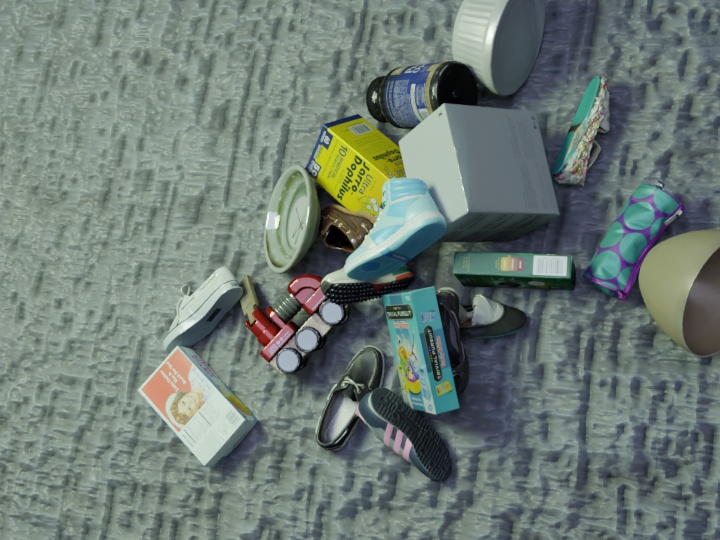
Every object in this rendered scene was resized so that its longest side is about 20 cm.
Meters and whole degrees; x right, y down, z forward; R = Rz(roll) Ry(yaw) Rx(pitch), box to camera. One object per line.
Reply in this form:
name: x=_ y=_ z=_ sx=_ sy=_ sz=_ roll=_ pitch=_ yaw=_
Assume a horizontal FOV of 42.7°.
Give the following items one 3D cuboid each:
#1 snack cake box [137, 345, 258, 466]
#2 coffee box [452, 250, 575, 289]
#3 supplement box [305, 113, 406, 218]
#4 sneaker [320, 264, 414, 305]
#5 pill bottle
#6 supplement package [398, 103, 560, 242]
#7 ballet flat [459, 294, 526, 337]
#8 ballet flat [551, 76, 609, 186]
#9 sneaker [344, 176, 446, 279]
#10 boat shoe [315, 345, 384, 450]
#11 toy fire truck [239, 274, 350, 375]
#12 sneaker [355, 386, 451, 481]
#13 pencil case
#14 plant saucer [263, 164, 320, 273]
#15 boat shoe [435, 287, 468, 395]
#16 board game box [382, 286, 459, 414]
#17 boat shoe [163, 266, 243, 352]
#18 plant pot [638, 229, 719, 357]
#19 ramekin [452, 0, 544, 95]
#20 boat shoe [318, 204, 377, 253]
snack cake box: x=-0.300 y=0.250 z=1.698 sx=0.200 sy=0.067 sz=0.115 roll=44 pitch=94 yaw=19
coffee box: x=0.263 y=0.000 z=1.568 sx=0.198 sy=0.123 sz=0.044 roll=2 pitch=80 yaw=17
supplement box: x=0.015 y=-0.173 z=1.656 sx=0.200 sy=0.109 sz=0.109 roll=41 pitch=128 yaw=19
sneaker: x=0.001 y=0.000 z=1.621 sx=0.070 sy=0.199 sz=0.094 roll=-51 pitch=56 yaw=43
pill bottle: x=0.104 y=-0.310 z=1.644 sx=0.199 sy=0.111 sz=0.113 roll=8 pitch=79 yaw=50
supplement package: x=0.199 y=-0.159 z=1.556 sx=0.198 sy=0.147 sz=0.193 roll=-1 pitch=72 yaw=-31
ballet flat: x=0.185 y=0.081 z=1.593 sx=0.198 sy=0.069 sz=0.068 roll=-7 pitch=44 yaw=13
ballet flat: x=0.399 y=-0.239 z=1.618 sx=0.064 sy=0.076 sz=0.201 roll=24 pitch=90 yaw=-13
sneaker: x=0.046 y=-0.077 z=1.523 sx=0.199 sy=0.079 sz=0.131 roll=-31 pitch=58 yaw=26
boat shoe: x=-0.020 y=0.224 z=1.631 sx=0.074 sy=0.060 sz=0.201 roll=29 pitch=88 yaw=19
toy fire truck: x=-0.138 y=0.065 z=1.672 sx=0.200 sy=0.129 sz=0.176 roll=43 pitch=92 yaw=5
sneaker: x=0.073 y=0.287 z=1.587 sx=0.200 sy=0.082 sz=0.070 roll=49 pitch=50 yaw=-4
pencil case: x=0.459 y=-0.049 z=1.543 sx=0.092 sy=0.085 sz=0.201 roll=32 pitch=89 yaw=48
plant saucer: x=-0.118 y=-0.091 z=1.688 sx=0.050 sy=0.200 sz=0.202 roll=10 pitch=78 yaw=-28
boat shoe: x=0.144 y=0.129 z=1.561 sx=0.066 sy=0.057 sz=0.202 roll=1 pitch=111 yaw=22
board game box: x=0.098 y=0.133 z=1.546 sx=0.047 sy=0.151 sz=0.202 roll=-12 pitch=90 yaw=-17
boat shoe: x=-0.309 y=0.065 z=1.726 sx=0.202 sy=0.074 sz=0.086 roll=-45 pitch=59 yaw=22
plant pot: x=0.528 y=0.019 z=1.473 sx=0.201 sy=0.200 sz=0.134 roll=-56 pitch=41 yaw=-1
ramekin: x=0.241 y=-0.418 z=1.627 sx=0.094 sy=0.202 sz=0.204 roll=22 pitch=85 yaw=30
boat shoe: x=-0.037 y=-0.071 z=1.637 sx=0.070 sy=0.200 sz=0.071 roll=-39 pitch=111 yaw=-19
